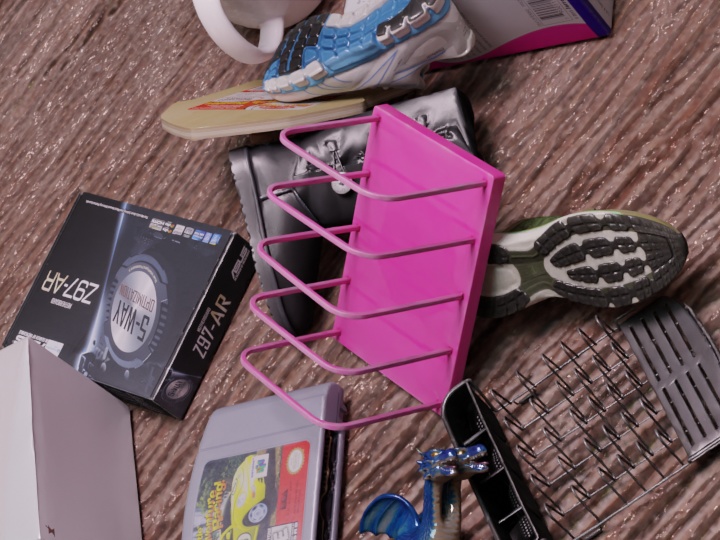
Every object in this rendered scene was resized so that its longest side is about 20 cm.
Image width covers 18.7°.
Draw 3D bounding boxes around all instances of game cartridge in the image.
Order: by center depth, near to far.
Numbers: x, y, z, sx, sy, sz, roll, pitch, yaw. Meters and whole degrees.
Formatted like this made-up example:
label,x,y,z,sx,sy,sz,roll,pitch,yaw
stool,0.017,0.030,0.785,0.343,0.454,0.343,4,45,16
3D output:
label,x,y,z,sx,sy,sz,roll,pitch,yaw
game cartridge,-0.078,0.190,1.701,0.132,0.041,0.201,-18,54,33

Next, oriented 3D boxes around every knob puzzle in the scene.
label,x,y,z,sx,sy,sz,roll,pitch,yaw
knob puzzle,-0.078,-0.126,1.816,0.218,0.219,0.031,4,107,36

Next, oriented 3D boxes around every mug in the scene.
label,x,y,z,sx,sy,sz,roll,pitch,yaw
mug,-0.107,-0.273,1.902,0.147,0.175,0.201,-18,55,26

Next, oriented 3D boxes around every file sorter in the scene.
label,x,y,z,sx,sy,sz,roll,pitch,yaw
file sorter,0.000,0.000,1.634,0.139,0.125,0.202,34,123,41

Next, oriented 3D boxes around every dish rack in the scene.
label,x,y,z,sx,sy,sz,roll,pitch,yaw
dish rack,0.169,0.105,1.568,0.199,0.055,0.154,-35,50,13

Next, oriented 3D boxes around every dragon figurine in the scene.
label,x,y,z,sx,sy,sz,roll,pitch,yaw
dragon figurine,0.037,0.196,1.583,0.200,0.058,0.100,-46,47,48

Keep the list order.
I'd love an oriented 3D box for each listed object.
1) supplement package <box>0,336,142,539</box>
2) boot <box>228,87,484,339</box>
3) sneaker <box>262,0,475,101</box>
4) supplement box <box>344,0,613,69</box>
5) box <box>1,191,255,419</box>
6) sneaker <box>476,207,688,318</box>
label,x,y,z,sx,sy,sz,roll,pitch,yaw
supplement package,-0.299,0.198,1.779,0.199,0.147,0.192,-25,52,21
boot,0.009,-0.045,1.757,0.198,0.066,0.166,-14,98,4
sneaker,0.007,-0.168,1.768,0.199,0.087,0.075,-16,47,39
supplement box,0.099,-0.241,1.789,0.199,0.101,0.104,-9,59,31
box,-0.199,0.027,1.879,0.199,0.044,0.161,15,73,40
sneaker,0.161,-0.021,1.628,0.199,0.077,0.089,-5,23,39
